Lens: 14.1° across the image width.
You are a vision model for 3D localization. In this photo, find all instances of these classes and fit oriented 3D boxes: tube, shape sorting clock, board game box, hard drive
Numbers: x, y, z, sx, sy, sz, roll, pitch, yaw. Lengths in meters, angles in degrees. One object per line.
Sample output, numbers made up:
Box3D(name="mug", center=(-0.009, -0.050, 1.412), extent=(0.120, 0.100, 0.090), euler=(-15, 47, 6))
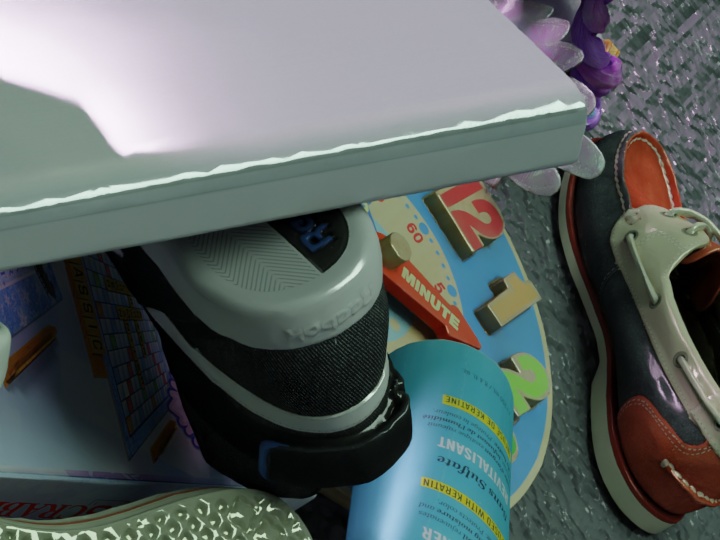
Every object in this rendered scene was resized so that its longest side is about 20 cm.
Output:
Box3D(name="tube", center=(0.019, 0.099, 0.895), extent=(0.077, 0.050, 0.201), euler=(36, 30, -19))
Box3D(name="shape sorting clock", center=(0.000, 0.000, 1.040), extent=(0.200, 0.039, 0.201), euler=(36, 36, -32))
Box3D(name="board game box", center=(-0.119, -0.016, 0.882), extent=(0.199, 0.041, 0.201), euler=(10, 54, -51))
Box3D(name="hard drive", center=(-0.054, -0.056, 0.812), extent=(0.199, 0.027, 0.132), euler=(-11, 39, -28))

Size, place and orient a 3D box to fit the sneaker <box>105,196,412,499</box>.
Box3D(name="sneaker", center=(-0.051, -0.005, 0.873), extent=(0.200, 0.073, 0.112), euler=(53, -20, 46))

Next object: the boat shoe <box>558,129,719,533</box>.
Box3D(name="boat shoe", center=(0.126, 0.013, 1.187), extent=(0.071, 0.062, 0.201), euler=(33, 37, -31))

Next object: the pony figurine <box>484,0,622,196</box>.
Box3D(name="pony figurine", center=(0.078, -0.132, 1.165), extent=(0.201, 0.166, 0.193), euler=(61, -8, -20))

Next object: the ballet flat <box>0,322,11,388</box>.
Box3D(name="ballet flat", center=(-0.183, 0.026, 0.714), extent=(0.199, 0.070, 0.070), euler=(7, 52, -23))

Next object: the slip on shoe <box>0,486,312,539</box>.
Box3D(name="slip on shoe", center=(-0.101, 0.098, 0.790), extent=(0.199, 0.061, 0.075), euler=(-5, 76, -42))
